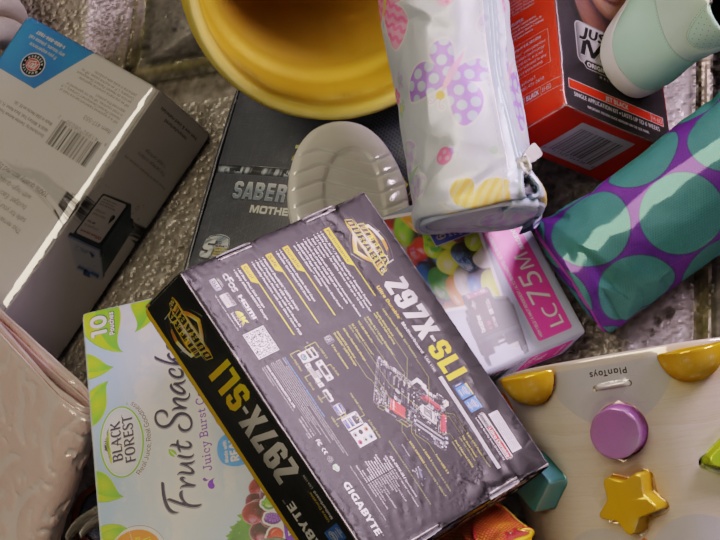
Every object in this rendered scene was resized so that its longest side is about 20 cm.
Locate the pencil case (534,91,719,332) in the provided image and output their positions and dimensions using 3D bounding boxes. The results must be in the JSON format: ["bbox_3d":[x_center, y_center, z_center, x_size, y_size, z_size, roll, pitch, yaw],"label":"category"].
[{"bbox_3d":[0.206,-0.051,1.415,0.200,0.085,0.092,-37,18,9],"label":"pencil case"}]

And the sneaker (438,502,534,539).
[{"bbox_3d":[0.077,0.173,1.352,0.077,0.073,0.200,-17,23,6],"label":"sneaker"}]

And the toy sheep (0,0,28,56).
[{"bbox_3d":[-0.320,-0.188,1.728,0.138,0.138,0.200,-34,72,10],"label":"toy sheep"}]

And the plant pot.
[{"bbox_3d":[-0.028,-0.221,1.541,0.201,0.201,0.189,-40,20,6],"label":"plant pot"}]

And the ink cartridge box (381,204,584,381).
[{"bbox_3d":[0.029,0.025,1.411,0.200,0.042,0.119,-21,76,-26],"label":"ink cartridge box"}]

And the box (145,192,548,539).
[{"bbox_3d":[-0.006,0.067,1.307,0.200,0.160,0.049,55,134,9],"label":"box"}]

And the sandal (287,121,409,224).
[{"bbox_3d":[-0.007,0.000,1.461,0.050,0.082,0.203,130,135,-56],"label":"sandal"}]

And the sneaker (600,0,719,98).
[{"bbox_3d":[0.233,-0.202,1.439,0.118,0.074,0.201,-22,38,53],"label":"sneaker"}]

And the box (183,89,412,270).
[{"bbox_3d":[-0.010,-0.042,1.543,0.200,0.051,0.158,7,71,28],"label":"box"}]

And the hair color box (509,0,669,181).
[{"bbox_3d":[0.137,-0.167,1.488,0.061,0.101,0.200,-30,54,41],"label":"hair color box"}]

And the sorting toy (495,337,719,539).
[{"bbox_3d":[0.173,0.139,1.354,0.200,0.107,0.180,-12,82,23],"label":"sorting toy"}]

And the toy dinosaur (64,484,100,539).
[{"bbox_3d":[-0.103,0.154,1.512,0.181,0.105,0.200,7,37,40],"label":"toy dinosaur"}]

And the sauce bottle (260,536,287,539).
[{"bbox_3d":[-0.007,0.201,1.340,0.065,0.200,0.065,-13,61,25],"label":"sauce bottle"}]

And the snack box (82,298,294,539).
[{"bbox_3d":[-0.093,0.106,1.416,0.142,0.053,0.200,-14,55,5],"label":"snack box"}]

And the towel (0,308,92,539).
[{"bbox_3d":[-0.255,0.124,1.552,0.191,0.032,0.200,42,123,37],"label":"towel"}]

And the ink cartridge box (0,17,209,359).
[{"bbox_3d":[-0.229,-0.060,1.647,0.146,0.086,0.200,31,86,35],"label":"ink cartridge box"}]

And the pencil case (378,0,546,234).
[{"bbox_3d":[0.060,-0.120,1.401,0.091,0.083,0.200,147,117,-62],"label":"pencil case"}]
